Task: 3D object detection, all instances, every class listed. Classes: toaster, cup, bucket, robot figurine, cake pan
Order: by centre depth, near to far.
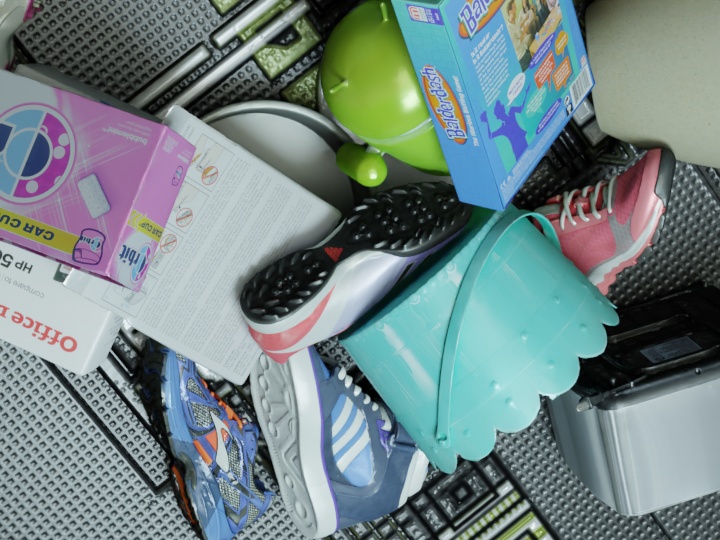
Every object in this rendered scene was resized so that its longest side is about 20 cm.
[{"bbox_3d":[0.047,-0.143,1.630,0.200,0.116,0.176,24,96,-57],"label":"robot figurine"},{"bbox_3d":[0.090,0.044,1.662,0.207,0.207,0.135,-42,98,-2],"label":"bucket"},{"bbox_3d":[0.257,-0.172,1.685,0.143,0.200,0.201,-6,106,11],"label":"cup"},{"bbox_3d":[-0.083,-0.041,1.692,0.200,0.037,0.201,-4,105,-14],"label":"cake pan"},{"bbox_3d":[0.247,0.103,1.740,0.200,0.181,0.119,-16,109,-11],"label":"toaster"}]

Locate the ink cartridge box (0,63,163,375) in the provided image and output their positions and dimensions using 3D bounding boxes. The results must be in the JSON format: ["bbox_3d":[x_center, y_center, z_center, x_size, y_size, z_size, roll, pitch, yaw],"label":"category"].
[{"bbox_3d":[-0.230,-0.039,1.609,0.146,0.084,0.200,24,97,0],"label":"ink cartridge box"}]

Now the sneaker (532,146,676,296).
[{"bbox_3d":[0.186,-0.036,1.703,0.087,0.074,0.200,23,141,-8],"label":"sneaker"}]

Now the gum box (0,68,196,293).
[{"bbox_3d":[-0.233,-0.074,1.496,0.200,0.066,0.114,20,85,18],"label":"gum box"}]

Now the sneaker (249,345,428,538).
[{"bbox_3d":[-0.004,0.111,1.727,0.146,0.081,0.200,-23,113,-29],"label":"sneaker"}]

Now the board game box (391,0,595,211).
[{"bbox_3d":[0.103,-0.169,1.556,0.152,0.045,0.200,-52,140,-31],"label":"board game box"}]

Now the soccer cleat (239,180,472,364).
[{"bbox_3d":[0.000,0.000,1.627,0.200,0.068,0.073,-32,142,-12],"label":"soccer cleat"}]

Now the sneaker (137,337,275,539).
[{"bbox_3d":[-0.126,0.129,1.713,0.078,0.075,0.200,-23,117,-17],"label":"sneaker"}]

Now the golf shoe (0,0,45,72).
[{"bbox_3d":[-0.299,-0.176,1.590,0.091,0.075,0.200,21,92,-8],"label":"golf shoe"}]

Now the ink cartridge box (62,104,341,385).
[{"bbox_3d":[-0.125,-0.022,1.597,0.200,0.050,0.161,32,88,-41],"label":"ink cartridge box"}]
